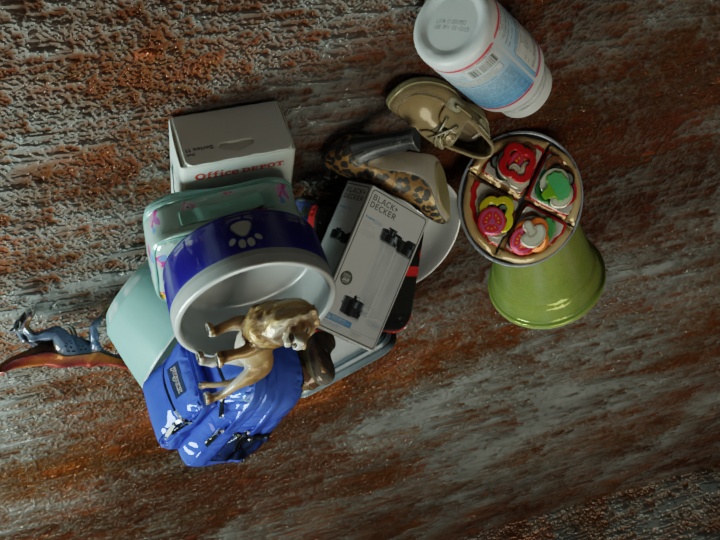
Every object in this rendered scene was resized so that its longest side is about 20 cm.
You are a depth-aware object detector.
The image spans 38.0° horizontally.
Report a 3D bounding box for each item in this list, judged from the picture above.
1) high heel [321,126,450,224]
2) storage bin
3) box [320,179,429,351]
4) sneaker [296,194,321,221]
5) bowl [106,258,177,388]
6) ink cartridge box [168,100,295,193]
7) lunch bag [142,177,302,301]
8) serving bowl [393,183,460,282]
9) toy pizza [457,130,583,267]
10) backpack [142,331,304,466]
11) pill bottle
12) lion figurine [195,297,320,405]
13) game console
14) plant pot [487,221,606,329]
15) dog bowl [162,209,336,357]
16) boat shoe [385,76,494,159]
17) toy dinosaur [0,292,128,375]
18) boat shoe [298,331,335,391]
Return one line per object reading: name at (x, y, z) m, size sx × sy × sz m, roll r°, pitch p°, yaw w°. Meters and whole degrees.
high heel at (0.040, -0.121, 1.444) m, size 0.141 × 0.072 × 0.200 m, roll -7°, pitch 143°, yaw 22°
storage bin at (-0.062, 0.084, 1.709) m, size 0.199 × 0.146 × 0.135 m, roll -28°, pitch 124°, yaw 12°
box at (0.000, -0.006, 1.414) m, size 0.116 × 0.060 × 0.202 m, roll 28°, pitch 83°, yaw -37°
sneaker at (-0.106, -0.037, 1.516) m, size 0.200 × 0.079 × 0.075 m, roll -39°, pitch 165°, yaw 33°
bowl at (-0.282, 0.055, 1.469) m, size 0.202 × 0.105 × 0.201 m, roll -54°, pitch 180°, yaw -1°
ink cartridge box at (-0.166, -0.113, 1.334) m, size 0.145 × 0.084 × 0.201 m, roll -12°, pitch 150°, yaw -16°
lunch bag at (-0.165, -0.042, 1.290) m, size 0.198 × 0.078 × 0.161 m, roll -13°, pitch 148°, yaw -13°
serving bowl at (0.049, -0.068, 1.550) m, size 0.198 × 0.066 × 0.202 m, roll -16°, pitch 130°, yaw -20°
toy pizza at (0.240, -0.104, 1.544) m, size 0.198 × 0.203 × 0.032 m, roll -16°, pitch -169°, yaw -10°
backpack at (-0.179, 0.154, 1.388) m, size 0.167 × 0.164 × 0.200 m, roll 2°, pitch 144°, yaw -49°
pill bottle at (0.157, -0.261, 1.279) m, size 0.108 × 0.110 × 0.199 m, roll -34°, pitch 149°, yaw 21°
lion figurine at (-0.126, 0.093, 1.241) m, size 0.121 × 0.073 × 0.200 m, roll -15°, pitch 164°, yaw -25°
game console at (0.000, 0.000, 1.472) m, size 0.198 × 0.179 × 0.031 m, roll 3°, pitch -172°, yaw -37°
plant pot at (0.287, -0.040, 1.688) m, size 0.199 × 0.202 × 0.185 m, roll -23°, pitch 140°, yaw 3°
dog bowl at (-0.133, 0.019, 1.249) m, size 0.198 × 0.079 × 0.201 m, roll -16°, pitch 149°, yaw -10°
boat shoe at (0.113, -0.199, 1.399) m, size 0.072 × 0.065 × 0.199 m, roll -38°, pitch 147°, yaw 27°
toy dinosaur at (-0.416, 0.124, 1.510) m, size 0.181 × 0.201 × 0.105 m, roll 37°, pitch 140°, yaw -22°
boat shoe at (-0.083, 0.115, 1.544) m, size 0.071 × 0.200 × 0.076 m, roll -32°, pitch 108°, yaw 12°
